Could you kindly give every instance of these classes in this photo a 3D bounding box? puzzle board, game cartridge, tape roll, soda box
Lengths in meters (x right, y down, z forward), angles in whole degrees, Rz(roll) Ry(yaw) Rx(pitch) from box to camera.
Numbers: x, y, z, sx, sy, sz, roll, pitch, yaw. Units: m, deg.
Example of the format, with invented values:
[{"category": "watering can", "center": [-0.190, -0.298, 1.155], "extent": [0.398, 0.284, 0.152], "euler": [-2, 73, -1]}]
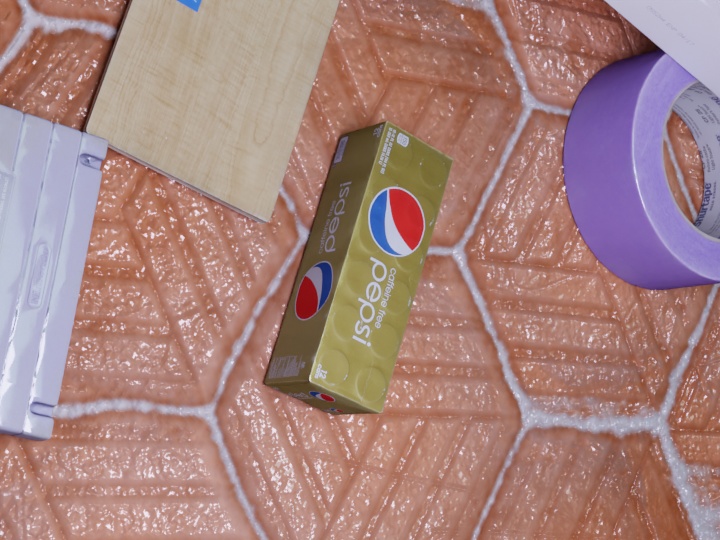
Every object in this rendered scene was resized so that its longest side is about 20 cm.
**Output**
[{"category": "puzzle board", "center": [-0.099, -0.153, 1.123], "extent": [0.150, 0.017, 0.201], "euler": [26, 70, -28]}, {"category": "game cartridge", "center": [-0.238, -0.004, 1.002], "extent": [0.129, 0.038, 0.201], "euler": [16, 76, -28]}, {"category": "tape roll", "center": [0.270, -0.086, 1.329], "extent": [0.199, 0.085, 0.202], "euler": [4, 82, -33]}, {"category": "soda box", "center": [0.000, 0.000, 1.145], "extent": [0.067, 0.064, 0.201], "euler": [26, 71, -30]}]

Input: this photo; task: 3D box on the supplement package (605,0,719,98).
[{"category": "supplement package", "center": [0.284, -0.240, 1.213], "extent": [0.199, 0.155, 0.111], "euler": [34, 66, -25]}]
